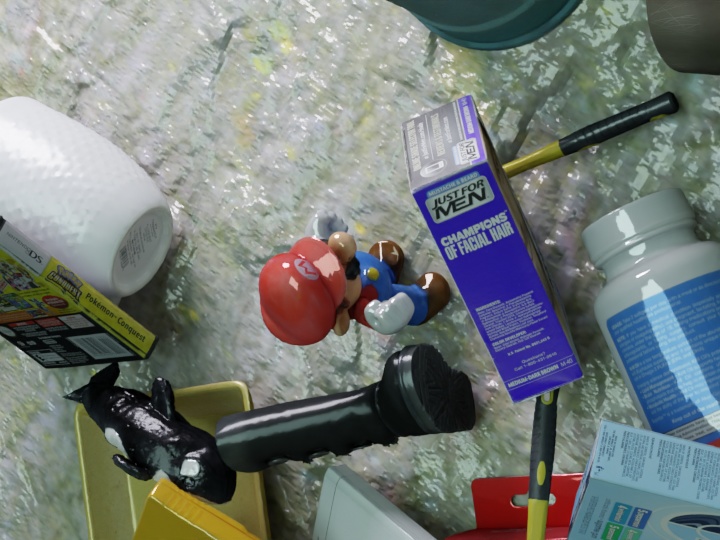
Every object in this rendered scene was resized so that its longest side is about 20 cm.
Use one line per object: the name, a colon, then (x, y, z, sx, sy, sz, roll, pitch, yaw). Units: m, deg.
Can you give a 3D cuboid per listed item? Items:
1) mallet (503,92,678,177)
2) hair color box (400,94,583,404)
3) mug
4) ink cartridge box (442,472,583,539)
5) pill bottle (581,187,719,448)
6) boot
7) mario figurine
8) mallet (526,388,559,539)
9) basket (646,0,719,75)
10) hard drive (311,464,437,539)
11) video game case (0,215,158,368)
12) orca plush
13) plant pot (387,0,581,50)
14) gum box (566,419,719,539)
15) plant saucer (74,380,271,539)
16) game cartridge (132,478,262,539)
mallet: (0.145, -0.092, 1.228, 0.199, 0.066, 0.041, -24, 78, 28)
hair color box: (0.097, -0.015, 1.182, 0.064, 0.110, 0.201, -23, 120, 11)
mug: (-0.265, -0.034, 1.450, 0.175, 0.148, 0.201, 27, 132, 22)
ink cartridge box: (0.132, 0.264, 1.252, 0.115, 0.067, 0.202, -7, 87, 30)
pill bottle: (0.237, 0.047, 1.160, 0.112, 0.112, 0.201, -28, 78, 28)
boot: (-0.024, 0.112, 1.266, 0.198, 0.165, 0.066, -9, 71, 17)
mario figurine: (0.000, 0.000, 1.247, 0.123, 0.200, 0.107, -6, 89, 30)
mallet: (0.123, 0.178, 1.194, 0.065, 0.041, 0.202, -2, 78, 4)
basket: (0.308, -0.192, 1.092, 0.199, 0.180, 0.137, 5, 117, 39)
hard drive: (0.025, 0.262, 1.290, 0.200, 0.027, 0.133, 33, 119, 47)
video game case: (-0.297, 0.025, 1.416, 0.199, 0.181, 0.026, -8, 48, 52)
orca plush: (-0.169, 0.119, 1.357, 0.200, 0.105, 0.072, 39, 116, 50)
plant pot: (0.061, -0.275, 1.208, 0.199, 0.196, 0.202, 1, 93, 31)
gum box: (0.248, 0.169, 1.089, 0.198, 0.170, 0.045, 13, 67, 8)
plant saucer: (-0.157, 0.206, 1.433, 0.199, 0.048, 0.202, -10, 86, 31)
game cartridge: (-0.104, 0.276, 1.334, 0.199, 0.032, 0.177, 32, 137, 7)
